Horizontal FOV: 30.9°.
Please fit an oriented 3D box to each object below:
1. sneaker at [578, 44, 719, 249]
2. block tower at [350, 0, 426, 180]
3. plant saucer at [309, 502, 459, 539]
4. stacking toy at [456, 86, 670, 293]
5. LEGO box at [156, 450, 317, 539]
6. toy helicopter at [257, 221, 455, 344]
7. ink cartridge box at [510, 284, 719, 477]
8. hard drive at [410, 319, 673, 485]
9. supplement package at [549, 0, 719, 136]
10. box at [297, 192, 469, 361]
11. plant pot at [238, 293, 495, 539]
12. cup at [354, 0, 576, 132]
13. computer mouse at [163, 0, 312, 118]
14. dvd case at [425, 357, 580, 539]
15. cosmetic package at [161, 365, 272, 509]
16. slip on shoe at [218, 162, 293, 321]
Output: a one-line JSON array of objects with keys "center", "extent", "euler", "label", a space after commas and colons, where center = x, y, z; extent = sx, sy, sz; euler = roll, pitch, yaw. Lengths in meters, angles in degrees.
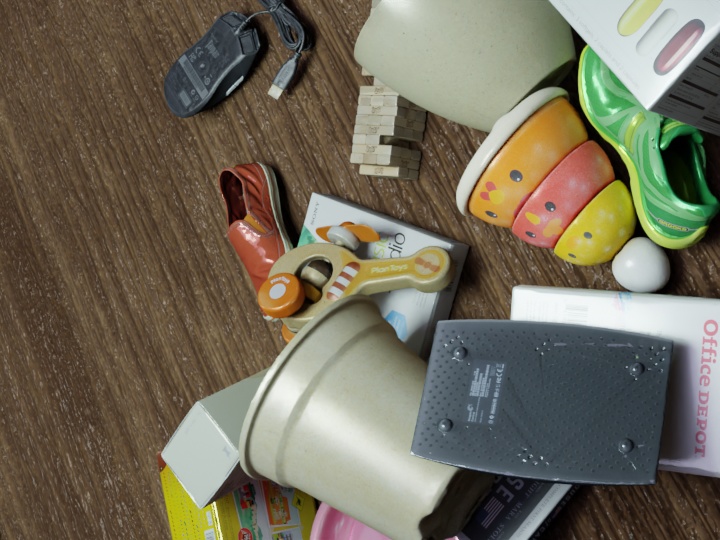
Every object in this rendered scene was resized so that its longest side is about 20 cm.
[{"center": [0.259, -0.120, 1.134], "extent": [0.200, 0.074, 0.084], "euler": [65, 150, 13], "label": "sneaker"}, {"center": [0.037, -0.196, 1.341], "extent": [0.058, 0.054, 0.201], "euler": [7, 92, 38], "label": "block tower"}, {"center": [0.037, 0.294, 1.308], "extent": [0.200, 0.051, 0.201], "euler": [-4, 83, 39], "label": "plant saucer"}, {"center": [0.199, -0.056, 1.172], "extent": [0.200, 0.146, 0.146], "euler": [42, 113, 16], "label": "stacking toy"}, {"center": [-0.119, 0.274, 1.372], "extent": [0.077, 0.149, 0.201], "euler": [-25, 71, 38], "label": "LEGO box"}, {"center": [0.000, 0.000, 1.301], "extent": [0.199, 0.079, 0.133], "euler": [-7, 52, 22], "label": "toy helicopter"}, {"center": [0.234, 0.091, 1.123], "extent": [0.200, 0.087, 0.146], "euler": [4, 90, 31], "label": "ink cartridge box"}, {"center": [0.150, 0.110, 1.063], "extent": [0.199, 0.042, 0.135], "euler": [4, 65, 21], "label": "hard drive"}, {"center": [0.255, -0.229, 1.101], "extent": [0.111, 0.156, 0.200], "euler": [-49, 59, 25], "label": "supplement package"}, {"center": [0.010, 0.013, 1.360], "extent": [0.200, 0.036, 0.145], "euler": [22, 101, 40], "label": "box"}, {"center": [0.024, 0.153, 1.181], "extent": [0.183, 0.200, 0.201], "euler": [32, 107, 23], "label": "plant pot"}, {"center": [0.115, -0.212, 1.205], "extent": [0.143, 0.200, 0.200], "euler": [48, 117, 8], "label": "cup"}, {"center": [-0.133, -0.233, 1.494], "extent": [0.200, 0.046, 0.141], "euler": [-48, 64, 20], "label": "computer mouse"}, {"center": [0.112, 0.171, 1.241], "extent": [0.200, 0.025, 0.150], "euler": [39, 89, 35], "label": "dvd case"}, {"center": [-0.091, 0.150, 1.311], "extent": [0.073, 0.200, 0.104], "euler": [51, 131, 16], "label": "cosmetic package"}, {"center": [-0.116, -0.033, 1.427], "extent": [0.074, 0.061, 0.200], "euler": [-47, 48, 47], "label": "slip on shoe"}]
